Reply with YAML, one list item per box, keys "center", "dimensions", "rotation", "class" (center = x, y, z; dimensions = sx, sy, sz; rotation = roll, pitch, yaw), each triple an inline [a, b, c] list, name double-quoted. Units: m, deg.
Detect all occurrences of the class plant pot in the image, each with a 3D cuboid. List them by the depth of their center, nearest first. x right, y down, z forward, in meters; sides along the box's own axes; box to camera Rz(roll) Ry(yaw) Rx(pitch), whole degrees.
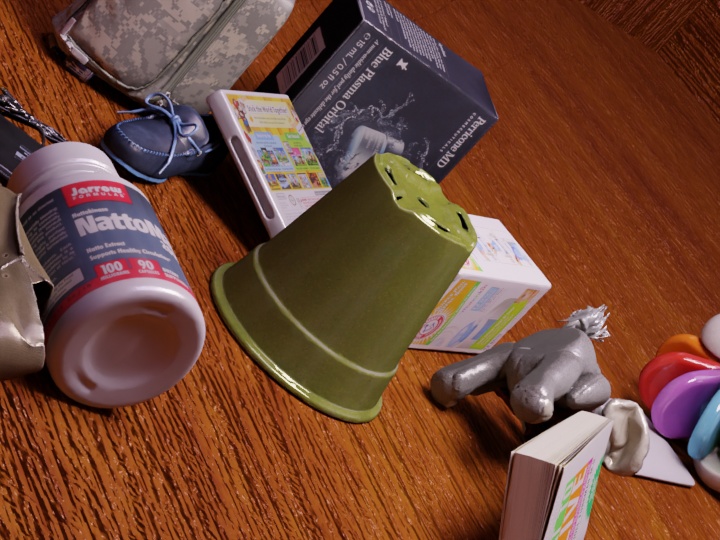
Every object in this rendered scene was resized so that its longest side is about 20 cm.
- center: [0.000, 0.000, 1.769]
  dimensions: [0.200, 0.190, 0.200]
  rotation: [36, 20, -16]
  class: "plant pot"

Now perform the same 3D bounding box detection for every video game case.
- center: [-0.075, -0.094, 1.972]
  dimensions: [0.182, 0.023, 0.200]
  rotation: [65, 17, 4]
  class: "video game case"

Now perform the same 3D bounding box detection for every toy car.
- center: [0.405, 0.151, 2.305]
  dimensions: [0.150, 0.175, 0.200]
  rotation: [6, 33, -19]
  class: "toy car"

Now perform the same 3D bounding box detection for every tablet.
- center: [0.298, 0.186, 2.226]
  dimensions: [0.200, 0.014, 0.130]
  rotation: [17, 32, -51]
  class: "tablet"

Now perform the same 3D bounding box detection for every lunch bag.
- center: [-0.192, -0.261, 1.953]
  dimensions: [0.168, 0.200, 0.139]
  rotation: [31, 19, -38]
  class: "lunch bag"

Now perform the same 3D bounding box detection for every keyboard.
- center: [-0.280, -0.095, 1.687]
  dimensions: [0.200, 0.021, 0.127]
  rotation: [38, 25, -15]
  class: "keyboard"

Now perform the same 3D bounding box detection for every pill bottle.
- center: [-0.202, -0.004, 1.489]
  dimensions: [0.119, 0.120, 0.200]
  rotation: [24, 25, -42]
  class: "pill bottle"

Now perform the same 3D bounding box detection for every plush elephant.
- center: [0.191, 0.142, 1.936]
  dimensions: [0.200, 0.165, 0.155]
  rotation: [-30, 112, -38]
  class: "plush elephant"

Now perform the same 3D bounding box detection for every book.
- center: [0.171, 0.209, 1.755]
  dimensions: [0.048, 0.134, 0.200]
  rotation: [15, 12, 18]
  class: "book"

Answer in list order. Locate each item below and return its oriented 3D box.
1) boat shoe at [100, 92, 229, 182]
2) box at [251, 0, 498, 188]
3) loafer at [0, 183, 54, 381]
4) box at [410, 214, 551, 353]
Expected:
- center: [-0.182, -0.134, 1.885]
  dimensions: [0.084, 0.069, 0.200]
  rotation: [45, 19, 8]
  class: "boat shoe"
- center: [0.009, -0.175, 2.151]
  dimensions: [0.200, 0.197, 0.118]
  rotation: [33, 22, -25]
  class: "box"
- center: [-0.256, 0.013, 1.403]
  dimensions: [0.067, 0.076, 0.200]
  rotation: [15, 38, -18]
  class: "loafer"
- center: [0.089, 0.011, 2.038]
  dimensions: [0.101, 0.113, 0.200]
  rotation: [53, 22, 24]
  class: "box"
